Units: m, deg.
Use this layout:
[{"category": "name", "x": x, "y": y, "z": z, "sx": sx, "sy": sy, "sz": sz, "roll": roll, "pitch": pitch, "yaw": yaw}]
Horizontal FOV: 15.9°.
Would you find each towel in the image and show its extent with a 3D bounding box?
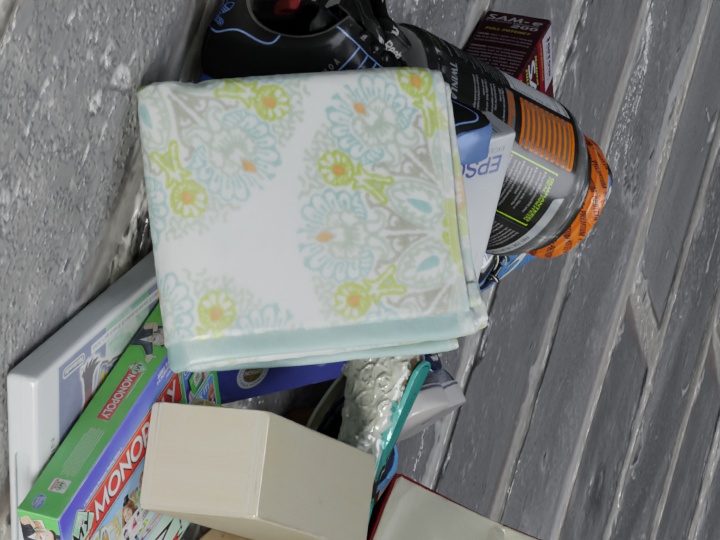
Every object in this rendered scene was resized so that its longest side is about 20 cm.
[{"category": "towel", "x": -0.028, "y": -0.031, "z": 1.531, "sx": 0.048, "sy": 0.199, "sz": 0.172, "roll": 145, "pitch": -62, "yaw": -69}]

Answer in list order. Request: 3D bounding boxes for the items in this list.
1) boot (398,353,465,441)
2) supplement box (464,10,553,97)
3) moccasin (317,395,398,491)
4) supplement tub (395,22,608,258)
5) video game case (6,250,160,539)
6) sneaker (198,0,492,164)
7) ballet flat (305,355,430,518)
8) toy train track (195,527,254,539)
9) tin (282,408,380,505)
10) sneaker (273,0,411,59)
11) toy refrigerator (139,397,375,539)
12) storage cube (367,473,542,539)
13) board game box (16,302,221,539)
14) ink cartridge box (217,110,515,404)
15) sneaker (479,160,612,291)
[{"category": "boot", "x": 0.021, "y": 0.078, "z": 1.916, "sx": 0.091, "sy": 0.073, "sz": 0.200, "roll": 58, "pitch": 7, "yaw": 6}, {"category": "supplement box", "x": 0.101, "y": -0.111, "z": 2.098, "sx": 0.200, "sy": 0.061, "sz": 0.109, "roll": -61, "pitch": 154, "yaw": -45}, {"category": "moccasin", "x": -0.056, "y": 0.159, "z": 1.759, "sx": 0.200, "sy": 0.080, "sz": 0.068, "roll": -47, "pitch": 123, "yaw": -40}, {"category": "supplement tub", "x": 0.075, "y": -0.085, "z": 1.821, "sx": 0.199, "sy": 0.122, "sz": 0.123, "roll": 25, "pitch": 75, "yaw": -38}, {"category": "video game case", "x": -0.153, "y": 0.104, "z": 1.533, "sx": 0.200, "sy": 0.023, "sz": 0.183, "roll": -46, "pitch": 143, "yaw": -59}, {"category": "sneaker", "x": -0.002, "y": -0.121, "z": 1.602, "sx": 0.070, "sy": 0.199, "sz": 0.078, "roll": -130, "pitch": -125, "yaw": -64}, {"category": "ballet flat", "x": -0.014, "y": 0.136, "z": 1.693, "sx": 0.201, "sy": 0.071, "sz": 0.072, "roll": -70, "pitch": 161, "yaw": -2}, {"category": "toy train track", "x": -0.075, "y": 0.206, "z": 1.666, "sx": 0.115, "sy": 0.032, "sz": 0.201, "roll": -36, "pitch": 107, "yaw": -63}, {"category": "tin", "x": -0.029, "y": 0.156, "z": 1.906, "sx": 0.200, "sy": 0.042, "sz": 0.113, "roll": 12, "pitch": 93, "yaw": -72}, {"category": "sneaker", "x": -0.021, "y": -0.129, "z": 1.669, "sx": 0.071, "sy": 0.097, "sz": 0.202, "roll": 31, "pitch": 73, "yaw": -75}, {"category": "toy refrigerator", "x": -0.058, "y": 0.124, "z": 1.566, "sx": 0.200, "sy": 0.075, "sz": 0.070, "roll": 30, "pitch": 65, "yaw": -68}, {"category": "storage cube", "x": 0.050, "y": 0.278, "z": 1.812, "sx": 0.180, "sy": 0.170, "sz": 0.201, "roll": 119, "pitch": -5, "yaw": -58}, {"category": "board game box", "x": -0.136, "y": 0.125, "z": 1.517, "sx": 0.200, "sy": 0.029, "sz": 0.135, "roll": -59, "pitch": 153, "yaw": -45}, {"category": "ink cartridge box", "x": 0.000, "y": 0.000, "z": 1.702, "sx": 0.199, "sy": 0.041, "sz": 0.201, "roll": -12, "pitch": 127, "yaw": -38}, {"category": "sneaker", "x": 0.108, "y": -0.024, "z": 1.968, "sx": 0.079, "sy": 0.200, "sz": 0.089, "roll": 52, "pitch": 16, "yaw": -9}]
